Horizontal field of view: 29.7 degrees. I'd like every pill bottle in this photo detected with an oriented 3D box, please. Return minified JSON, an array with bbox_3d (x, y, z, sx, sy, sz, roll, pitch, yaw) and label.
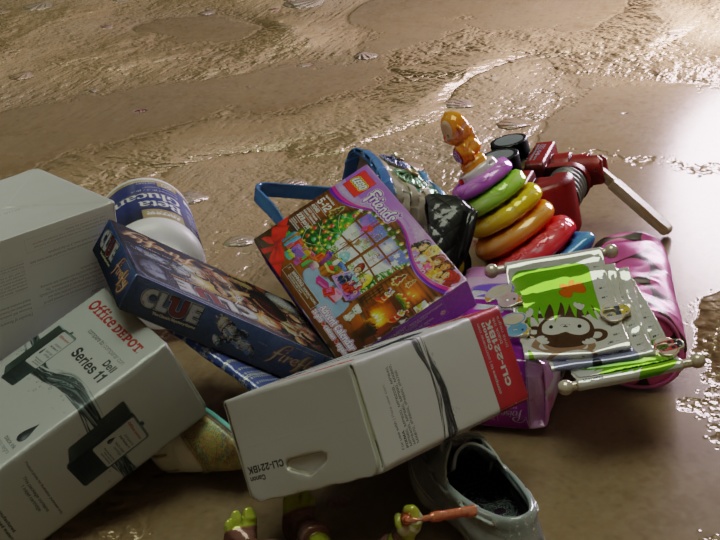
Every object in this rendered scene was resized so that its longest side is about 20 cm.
[{"bbox_3d":[-0.223,-0.016,1.455,0.110,0.112,0.200,-9,25,-11],"label":"pill bottle"}]

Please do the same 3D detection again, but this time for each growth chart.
[{"bbox_3d":[0.193,0.040,1.184,0.143,0.018,0.201,-14,36,-7],"label":"growth chart"}]

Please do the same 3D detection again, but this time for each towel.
[{"bbox_3d":[-0.113,0.071,1.202,0.199,0.024,0.145,33,9,17],"label":"towel"}]

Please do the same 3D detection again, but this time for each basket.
[{"bbox_3d":[-0.005,-0.058,1.474,0.198,0.141,0.176,-2,24,-20],"label":"basket"}]

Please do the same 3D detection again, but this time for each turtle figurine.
[{"bbox_3d":[-0.022,0.211,0.987,0.199,0.065,0.161,-28,24,-23],"label":"turtle figurine"}]

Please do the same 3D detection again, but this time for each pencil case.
[{"bbox_3d":[0.258,0.032,1.308,0.093,0.092,0.200,-8,21,11],"label":"pencil case"}]

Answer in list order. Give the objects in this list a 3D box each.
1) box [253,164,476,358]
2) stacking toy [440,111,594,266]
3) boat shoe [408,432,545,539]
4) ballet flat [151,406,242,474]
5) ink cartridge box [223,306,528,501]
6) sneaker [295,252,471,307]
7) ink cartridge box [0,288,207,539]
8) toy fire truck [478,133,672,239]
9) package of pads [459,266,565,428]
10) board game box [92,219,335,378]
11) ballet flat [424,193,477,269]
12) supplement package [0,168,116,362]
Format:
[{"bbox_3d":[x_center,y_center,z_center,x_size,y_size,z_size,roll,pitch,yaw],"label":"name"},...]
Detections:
[{"bbox_3d":[0.000,0.000,1.268,0.136,0.039,0.200,-33,46,-6],"label":"box"},{"bbox_3d":[0.139,-0.076,1.393,0.109,0.201,0.116,-35,8,-7],"label":"stacking toy"},{"bbox_3d":[0.091,0.164,1.060,0.069,0.072,0.201,-12,24,-16],"label":"boat shoe"},{"bbox_3d":[-0.166,0.138,1.181,0.070,0.071,0.199,-20,30,-31],"label":"ballet flat"},{"bbox_3d":[0.014,0.103,1.065,0.143,0.085,0.199,-20,-1,40],"label":"ink cartridge box"},{"bbox_3d":[0.036,0.021,1.347,0.198,0.071,0.090,-21,1,-20],"label":"sneaker"},{"bbox_3d":[-0.247,0.121,1.123,0.199,0.084,0.146,-37,34,-17],"label":"ink cartridge box"},{"bbox_3d":[0.239,-0.076,1.530,0.198,0.130,0.176,-5,23,23],"label":"toy fire truck"},{"bbox_3d":[0.133,0.066,1.263,0.119,0.077,0.200,2,25,19],"label":"package of pads"},{"bbox_3d":[-0.129,0.031,1.187,0.199,0.035,0.136,26,11,-28],"label":"board game box"},{"bbox_3d":[0.059,0.019,1.304,0.056,0.067,0.202,17,68,12],"label":"ballet flat"},{"bbox_3d":[-0.327,0.041,1.241,0.190,0.202,0.146,-23,30,-36],"label":"supplement package"}]
